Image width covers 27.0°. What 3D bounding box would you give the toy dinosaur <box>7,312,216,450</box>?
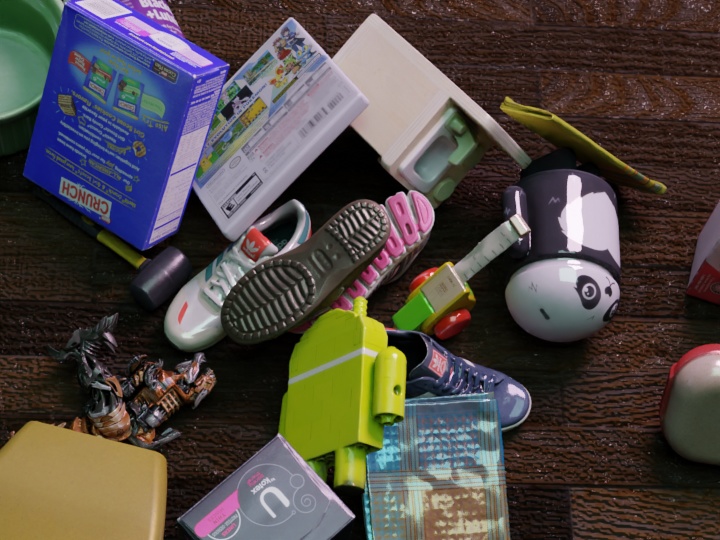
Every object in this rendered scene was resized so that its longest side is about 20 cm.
[{"bbox_3d":[-0.245,0.121,1.473,0.199,0.102,0.137,-22,88,-36],"label":"toy dinosaur"}]

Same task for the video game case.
[{"bbox_3d":[-0.102,-0.151,1.571,0.200,0.022,0.183,-45,44,6],"label":"video game case"}]

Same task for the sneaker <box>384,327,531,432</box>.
[{"bbox_3d":[0.081,0.107,1.511,0.197,0.085,0.076,14,61,-3],"label":"sneaker"}]

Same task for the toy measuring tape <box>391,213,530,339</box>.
[{"bbox_3d":[0.107,0.011,1.532,0.073,0.200,0.074,35,30,-24],"label":"toy measuring tape"}]

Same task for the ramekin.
[{"bbox_3d":[-0.405,-0.220,1.622,0.197,0.098,0.203,2,63,-5],"label":"ramekin"}]

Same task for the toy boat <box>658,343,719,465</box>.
[{"bbox_3d":[0.403,0.124,1.533,0.197,0.132,0.131,9,33,-1],"label":"toy boat"}]

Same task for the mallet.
[{"bbox_3d":[-0.272,-0.027,1.576,0.198,0.041,0.066,29,61,13],"label":"mallet"}]

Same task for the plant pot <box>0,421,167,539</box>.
[{"bbox_3d":[-0.264,0.256,1.353,0.197,0.201,0.178,13,52,1],"label":"plant pot"}]

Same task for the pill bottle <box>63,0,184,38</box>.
[{"bbox_3d":[-0.261,-0.268,1.652,0.110,0.112,0.201,-22,68,-16],"label":"pill bottle"}]

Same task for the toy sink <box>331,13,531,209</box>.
[{"bbox_3d":[0.062,-0.150,1.579,0.112,0.130,0.200,-48,60,6],"label":"toy sink"}]

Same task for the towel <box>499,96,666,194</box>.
[{"bbox_3d":[0.238,-0.131,1.593,0.086,0.199,0.018,21,86,51],"label":"towel"}]

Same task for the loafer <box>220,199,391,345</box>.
[{"bbox_3d":[-0.049,0.009,1.498,0.199,0.067,0.077,-33,73,5],"label":"loafer"}]

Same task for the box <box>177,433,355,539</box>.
[{"bbox_3d":[-0.088,0.253,1.358,0.122,0.201,0.106,-39,73,-22],"label":"box"}]

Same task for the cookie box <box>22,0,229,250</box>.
[{"bbox_3d":[-0.243,-0.152,1.537,0.170,0.202,0.075,31,28,17],"label":"cookie box"}]

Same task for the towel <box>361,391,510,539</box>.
[{"bbox_3d":[0.073,0.222,1.460,0.144,0.022,0.203,-4,81,-7],"label":"towel"}]

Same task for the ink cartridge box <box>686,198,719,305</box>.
[{"bbox_3d":[0.462,-0.010,1.577,0.198,0.147,0.084,18,61,3],"label":"ink cartridge box"}]

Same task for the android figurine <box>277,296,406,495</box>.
[{"bbox_3d":[-0.023,0.123,1.453,0.041,0.181,0.202,22,57,-33],"label":"android figurine"}]

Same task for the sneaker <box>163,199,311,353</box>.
[{"bbox_3d":[-0.126,-0.002,1.542,0.199,0.094,0.070,-40,73,-22],"label":"sneaker"}]

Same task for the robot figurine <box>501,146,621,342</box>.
[{"bbox_3d":[0.212,-0.026,1.570,0.148,0.125,0.202,5,62,-3],"label":"robot figurine"}]

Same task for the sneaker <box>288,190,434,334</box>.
[{"bbox_3d":[0.000,0.000,1.570,0.199,0.087,0.074,-41,75,2],"label":"sneaker"}]
